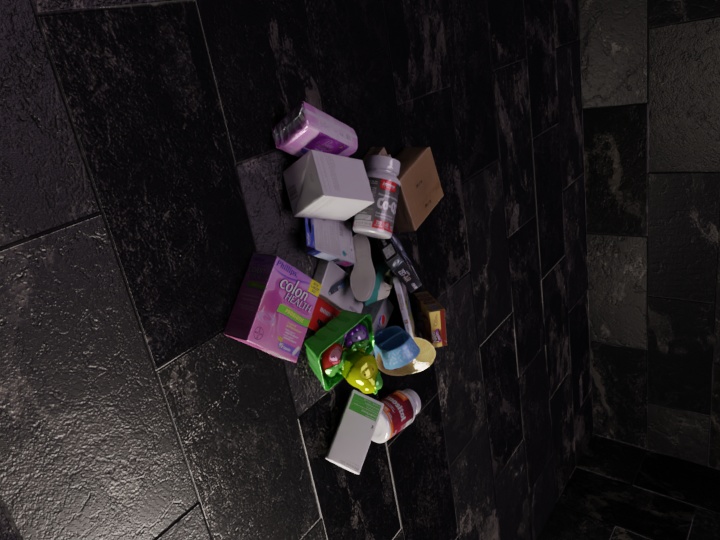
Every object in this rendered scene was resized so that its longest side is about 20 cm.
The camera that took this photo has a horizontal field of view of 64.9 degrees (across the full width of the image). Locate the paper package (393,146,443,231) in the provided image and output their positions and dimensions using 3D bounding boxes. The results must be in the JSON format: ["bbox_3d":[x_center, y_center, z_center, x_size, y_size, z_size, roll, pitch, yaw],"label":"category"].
[{"bbox_3d":[0.152,-0.252,1.749,0.201,0.101,0.195,-50,132,-34],"label":"paper package"}]

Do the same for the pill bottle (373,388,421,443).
[{"bbox_3d":[0.103,0.448,1.779,0.197,0.110,0.118,-18,109,-49],"label":"pill bottle"}]

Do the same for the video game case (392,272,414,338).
[{"bbox_3d":[0.132,0.093,1.726,0.200,0.022,0.189,-63,138,-79],"label":"video game case"}]

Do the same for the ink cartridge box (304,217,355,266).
[{"bbox_3d":[-0.091,-0.091,1.495,0.197,0.041,0.124,20,59,-52],"label":"ink cartridge box"}]

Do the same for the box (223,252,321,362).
[{"bbox_3d":[-0.206,0.091,1.362,0.175,0.094,0.207,34,68,-47],"label":"box"}]

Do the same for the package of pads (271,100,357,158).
[{"bbox_3d":[-0.109,-0.329,1.397,0.197,0.118,0.078,13,59,-50],"label":"package of pads"}]

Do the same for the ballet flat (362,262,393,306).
[{"bbox_3d":[0.059,0.041,1.645,0.202,0.068,0.069,-64,166,-57],"label":"ballet flat"}]

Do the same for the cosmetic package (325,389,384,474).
[{"bbox_3d":[-0.016,0.462,1.623,0.085,0.104,0.206,112,0,-70],"label":"cosmetic package"}]

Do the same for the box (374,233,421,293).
[{"bbox_3d":[0.096,-0.054,1.653,0.043,0.203,0.160,-33,134,10],"label":"box"}]

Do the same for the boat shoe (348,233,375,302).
[{"bbox_3d":[0.000,0.000,1.580,0.061,0.071,0.207,100,-16,-62],"label":"boat shoe"}]

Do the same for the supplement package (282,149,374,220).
[{"bbox_3d":[-0.078,-0.209,1.431,0.196,0.118,0.125,-1,69,-50],"label":"supplement package"}]

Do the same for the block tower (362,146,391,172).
[{"bbox_3d":[0.018,-0.269,1.618,0.203,0.053,0.058,-59,136,-27],"label":"block tower"}]

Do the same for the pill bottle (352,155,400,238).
[{"bbox_3d":[0.047,-0.198,1.535,0.112,0.111,0.208,13,85,-50],"label":"pill bottle"}]

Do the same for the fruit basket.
[{"bbox_3d":[-0.024,0.230,1.503,0.215,0.210,0.160,-44,140,-37],"label":"fruit basket"}]

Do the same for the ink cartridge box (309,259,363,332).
[{"bbox_3d":[-0.070,0.094,1.569,0.199,0.044,0.182,37,66,-46],"label":"ink cartridge box"}]

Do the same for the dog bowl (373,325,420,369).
[{"bbox_3d":[0.092,0.209,1.580,0.109,0.200,0.051,-28,103,-9],"label":"dog bowl"}]

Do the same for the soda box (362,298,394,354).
[{"bbox_3d":[0.025,0.173,1.678,0.064,0.067,0.204,49,59,-42],"label":"soda box"}]

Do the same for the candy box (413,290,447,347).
[{"bbox_3d":[0.222,0.153,1.828,0.054,0.200,0.121,-9,106,-9],"label":"candy box"}]

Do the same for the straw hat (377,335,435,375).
[{"bbox_3d":[0.135,0.238,1.780,0.203,0.195,0.087,54,22,-39],"label":"straw hat"}]
